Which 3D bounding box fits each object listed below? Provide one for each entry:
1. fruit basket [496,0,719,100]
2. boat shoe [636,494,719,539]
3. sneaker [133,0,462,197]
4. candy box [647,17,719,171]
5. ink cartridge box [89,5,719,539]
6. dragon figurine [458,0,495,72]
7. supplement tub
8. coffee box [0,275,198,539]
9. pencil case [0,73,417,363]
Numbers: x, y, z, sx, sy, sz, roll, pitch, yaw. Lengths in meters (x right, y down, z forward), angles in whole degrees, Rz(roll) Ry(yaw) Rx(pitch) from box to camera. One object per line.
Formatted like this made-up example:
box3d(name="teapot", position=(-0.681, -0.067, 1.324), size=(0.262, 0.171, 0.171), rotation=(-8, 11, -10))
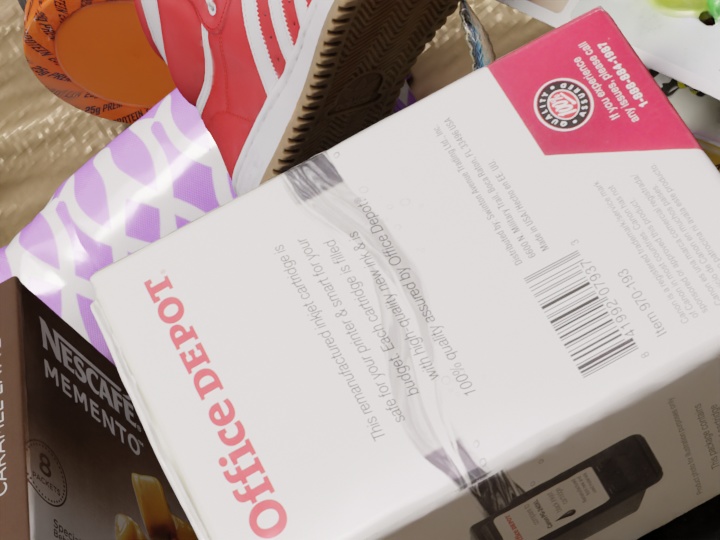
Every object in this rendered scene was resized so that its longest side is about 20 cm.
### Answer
box3d(name="fruit basket", position=(0.150, -0.144, 0.984), size=(0.199, 0.094, 0.186), rotation=(27, 76, 40))
box3d(name="boat shoe", position=(0.095, 0.124, 0.928), size=(0.072, 0.071, 0.201), rotation=(0, 59, 35))
box3d(name="sneaker", position=(-0.021, -0.116, 1.029), size=(0.113, 0.071, 0.200), rotation=(55, 138, 24))
box3d(name="candy box", position=(0.155, -0.099, 1.055), size=(0.136, 0.061, 0.201), rotation=(12, 67, 40))
box3d(name="ink cartridge box", position=(0.031, 0.028, 0.931), size=(0.199, 0.084, 0.146), rotation=(-28, 53, -2))
box3d(name="dragon figurine", position=(0.000, 0.000, 1.039), size=(0.099, 0.201, 0.059), rotation=(-7, 46, -17))
box3d(name="supplement tub", position=(-0.086, -0.171, 1.235), size=(0.122, 0.123, 0.201), rotation=(-15, 52, 26))
box3d(name="coffee box", position=(-0.090, 0.109, 0.979), size=(0.079, 0.200, 0.115), rotation=(-25, 47, 18))
box3d(name="pencil case", position=(-0.063, -0.030, 1.148), size=(0.199, 0.084, 0.086), rotation=(-36, 7, 5))
